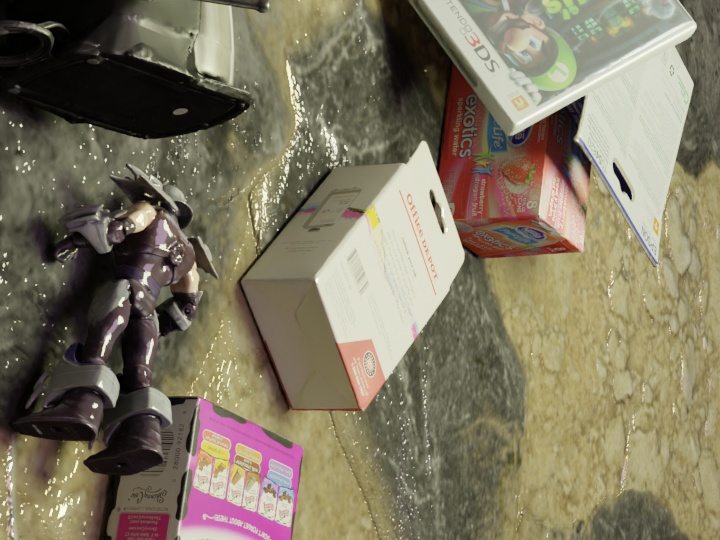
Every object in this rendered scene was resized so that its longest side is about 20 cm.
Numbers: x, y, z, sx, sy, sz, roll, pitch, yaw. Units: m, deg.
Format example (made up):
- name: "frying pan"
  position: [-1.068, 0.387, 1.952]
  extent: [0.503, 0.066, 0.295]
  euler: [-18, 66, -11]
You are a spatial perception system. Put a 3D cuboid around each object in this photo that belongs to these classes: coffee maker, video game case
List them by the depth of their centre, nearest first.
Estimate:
- name: "coffee maker"
  position: [-0.144, -0.200, 1.208]
  extent: [0.192, 0.134, 0.201]
  euler: [36, 51, -65]
- name: "video game case"
  position: [0.144, -0.223, 1.648]
  extent: [0.200, 0.023, 0.182]
  euler: [-29, 77, -25]

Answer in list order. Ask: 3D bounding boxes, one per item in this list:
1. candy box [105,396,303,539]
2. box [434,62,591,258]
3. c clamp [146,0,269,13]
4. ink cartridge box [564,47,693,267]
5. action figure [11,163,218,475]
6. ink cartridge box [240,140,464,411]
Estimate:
- name: "candy box"
  position: [-0.106, 0.195, 1.325]
  extent: [0.136, 0.061, 0.201]
  euler: [34, 58, -55]
- name: "box"
  position: [0.136, -0.120, 1.730]
  extent: [0.095, 0.102, 0.201]
  euler: [34, 58, -54]
- name: "c clamp"
  position: [-0.125, -0.242, 1.110]
  extent: [0.170, 0.027, 0.201]
  euler: [-1, 108, -20]
- name: "ink cartridge box"
  position: [0.220, -0.136, 1.738]
  extent: [0.200, 0.040, 0.200]
  euler: [52, 45, -47]
- name: "action figure"
  position: [-0.145, 0.022, 1.272]
  extent: [0.130, 0.069, 0.200]
  euler: [45, 46, -40]
- name: "ink cartridge box"
  position: [0.000, 0.000, 1.519]
  extent: [0.200, 0.067, 0.117]
  euler: [-52, 131, -47]
